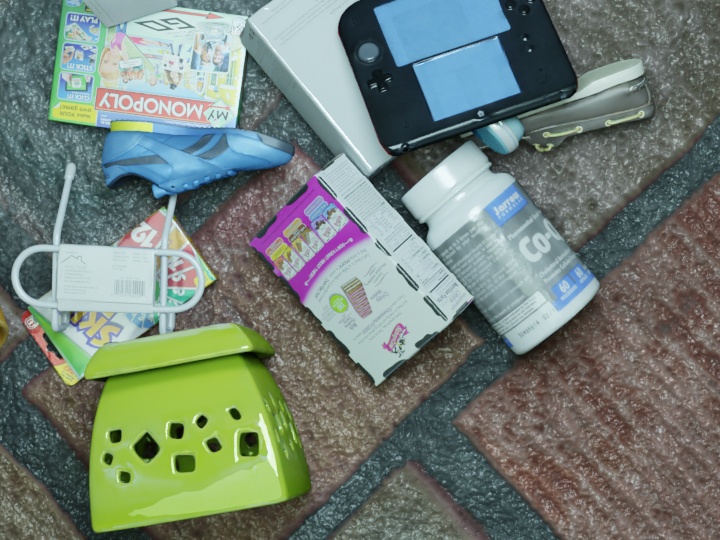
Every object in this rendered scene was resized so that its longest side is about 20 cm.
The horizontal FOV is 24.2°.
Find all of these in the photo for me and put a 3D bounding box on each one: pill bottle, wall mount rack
[{"bbox_3d":[0.139,-0.026,1.695,0.114,0.114,0.200,-40,90,4],"label":"pill bottle"},{"bbox_3d":[-0.252,-0.021,1.719,0.199,0.075,0.175,3,92,4],"label":"wall mount rack"}]

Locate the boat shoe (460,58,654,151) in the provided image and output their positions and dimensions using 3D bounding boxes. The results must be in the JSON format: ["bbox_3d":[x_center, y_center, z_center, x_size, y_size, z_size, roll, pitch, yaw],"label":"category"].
[{"bbox_3d":[0.200,-0.155,1.709,0.199,0.072,0.060,-19,106,10],"label":"boat shoe"}]

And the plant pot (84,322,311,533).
[{"bbox_3d":[-0.167,0.153,1.684,0.198,0.200,0.183,-10,84,4],"label":"plant pot"}]

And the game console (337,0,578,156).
[{"bbox_3d":[0.090,-0.212,1.622,0.199,0.031,0.178,-19,59,-2],"label":"game console"}]

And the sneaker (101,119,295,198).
[{"bbox_3d":[-0.165,-0.107,1.702,0.199,0.066,0.079,4,83,9],"label":"sneaker"}]

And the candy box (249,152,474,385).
[{"bbox_3d":[0.000,0.000,1.698,0.200,0.061,0.136,49,133,1],"label":"candy box"}]

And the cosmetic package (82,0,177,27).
[{"bbox_3d":[-0.255,-0.362,1.696,0.084,0.108,0.201,-15,80,3],"label":"cosmetic package"}]

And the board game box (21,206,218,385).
[{"bbox_3d":[-0.257,0.029,1.766,0.200,0.030,0.096,-36,89,6],"label":"board game box"}]

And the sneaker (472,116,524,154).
[{"bbox_3d":[0.134,-0.215,1.673,0.130,0.080,0.200,-36,56,-1],"label":"sneaker"}]

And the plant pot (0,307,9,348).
[{"bbox_3d":[-0.482,0.014,1.707,0.199,0.200,0.184,-25,75,4],"label":"plant pot"}]

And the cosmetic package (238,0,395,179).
[{"bbox_3d":[-0.017,-0.200,1.703,0.113,0.081,0.200,-38,91,-13],"label":"cosmetic package"}]

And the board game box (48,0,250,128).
[{"bbox_3d":[-0.219,-0.210,1.752,0.199,0.029,0.136,7,92,3],"label":"board game box"}]
